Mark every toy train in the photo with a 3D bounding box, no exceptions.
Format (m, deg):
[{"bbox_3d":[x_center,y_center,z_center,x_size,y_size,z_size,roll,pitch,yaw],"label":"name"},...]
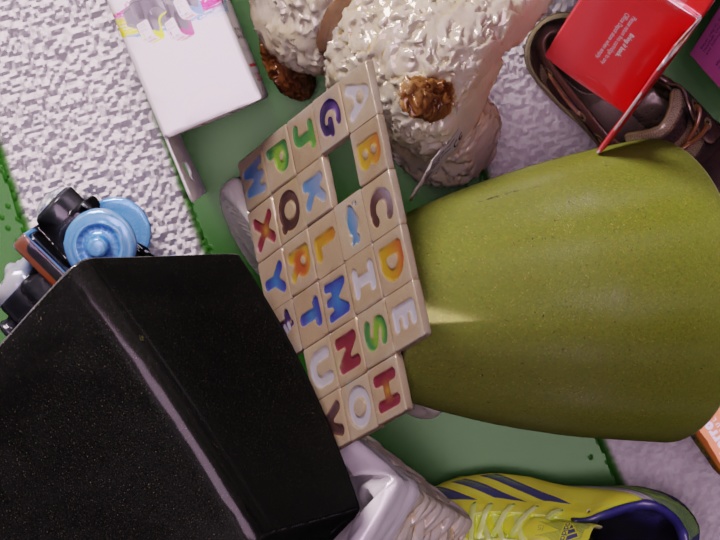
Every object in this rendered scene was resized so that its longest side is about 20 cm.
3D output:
[{"bbox_3d":[-0.145,0.041,1.610,0.200,0.087,0.114,44,99,-3],"label":"toy train"}]

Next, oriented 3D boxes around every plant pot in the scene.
[{"bbox_3d":[-0.121,0.122,1.458,0.177,0.199,0.200,48,108,15],"label":"plant pot"},{"bbox_3d":[0.094,0.017,1.519,0.200,0.187,0.188,-3,95,-27],"label":"plant pot"}]

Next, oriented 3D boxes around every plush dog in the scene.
[{"bbox_3d":[0.006,-0.150,1.550,0.172,0.160,0.200,31,121,19],"label":"plush dog"}]

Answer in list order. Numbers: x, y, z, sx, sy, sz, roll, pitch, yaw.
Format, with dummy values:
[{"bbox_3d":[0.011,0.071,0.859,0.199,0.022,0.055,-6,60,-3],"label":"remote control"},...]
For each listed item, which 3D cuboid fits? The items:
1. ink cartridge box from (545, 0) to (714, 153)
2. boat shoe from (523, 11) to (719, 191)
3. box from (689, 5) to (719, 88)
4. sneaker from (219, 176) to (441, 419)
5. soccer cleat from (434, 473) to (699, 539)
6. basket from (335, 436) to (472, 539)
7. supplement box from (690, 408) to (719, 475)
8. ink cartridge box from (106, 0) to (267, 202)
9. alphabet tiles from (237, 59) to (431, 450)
[{"bbox_3d":[0.183,-0.177,1.528,0.067,0.116,0.200,35,59,3],"label":"ink cartridge box"},{"bbox_3d":[0.186,-0.087,1.603,0.200,0.072,0.072,44,93,-3],"label":"boat shoe"},{"bbox_3d":[0.335,-0.150,1.528,0.200,0.097,0.176,20,112,-27],"label":"box"},{"bbox_3d":[0.000,0.000,1.618,0.200,0.075,0.085,45,76,0],"label":"sneaker"},{"bbox_3d":[0.117,0.165,1.616,0.200,0.084,0.065,0,95,0],"label":"soccer cleat"},{"bbox_3d":[-0.041,0.187,1.578,0.135,0.123,0.200,36,96,35],"label":"basket"},{"bbox_3d":[0.294,0.052,1.617,0.200,0.069,0.067,-35,92,5],"label":"supplement box"},{"bbox_3d":[-0.110,-0.149,1.578,0.068,0.115,0.200,-22,95,2],"label":"ink cartridge box"},{"bbox_3d":[-0.016,0.000,1.494,0.008,0.167,0.200,-2,72,-31],"label":"alphabet tiles"}]
